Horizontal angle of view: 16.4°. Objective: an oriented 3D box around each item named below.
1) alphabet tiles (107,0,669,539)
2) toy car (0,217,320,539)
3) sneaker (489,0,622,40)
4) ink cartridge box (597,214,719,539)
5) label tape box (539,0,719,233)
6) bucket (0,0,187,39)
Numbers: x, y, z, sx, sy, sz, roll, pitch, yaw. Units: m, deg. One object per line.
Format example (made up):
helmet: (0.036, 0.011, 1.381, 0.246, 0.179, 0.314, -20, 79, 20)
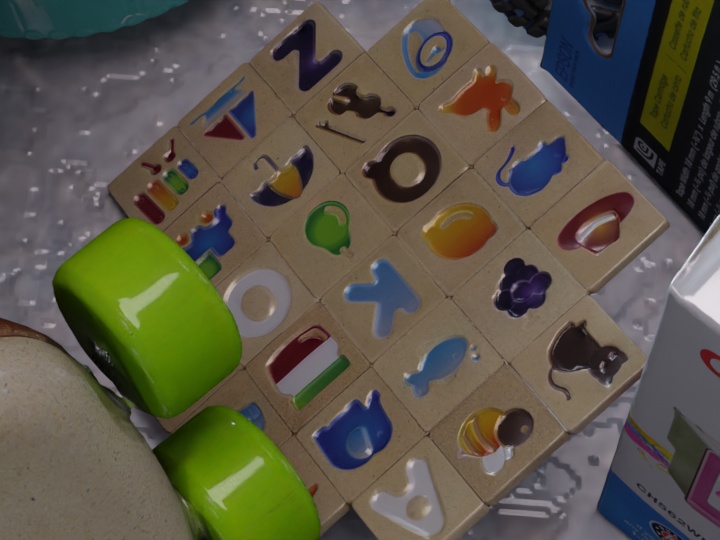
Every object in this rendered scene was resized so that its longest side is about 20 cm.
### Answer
alphabet tiles: (0.000, 0.000, 0.819, 0.166, 0.006, 0.200, -42, 53, 2)
toy car: (-0.143, 0.050, 0.761, 0.164, 0.158, 0.200, -38, 46, -18)
sneaker: (0.037, -0.164, 0.857, 0.077, 0.200, 0.085, -15, 50, 26)
ink cartridge box: (0.156, 0.055, 0.742, 0.144, 0.200, 0.085, 38, 71, 14)
label tape box: (0.152, -0.047, 0.816, 0.063, 0.144, 0.200, -36, 72, -15)
bucket: (-0.110, -0.189, 0.862, 0.206, 0.135, 0.208, -2, 60, 4)
